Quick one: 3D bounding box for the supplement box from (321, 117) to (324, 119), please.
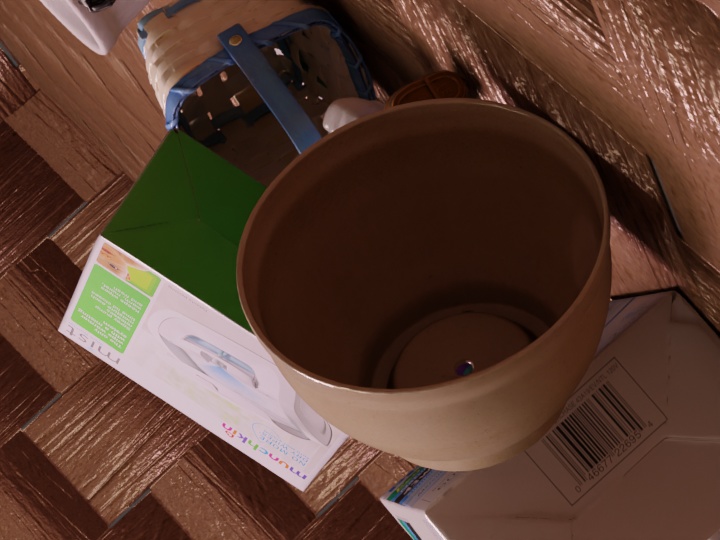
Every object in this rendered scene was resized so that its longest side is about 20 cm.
[{"bbox_3d":[0.000,0.000,1.827,0.109,0.109,0.200,-20,128,36],"label":"supplement box"}]

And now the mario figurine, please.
[{"bbox_3d":[0.037,-0.043,1.541,0.200,0.106,0.124,105,154,-75],"label":"mario figurine"}]

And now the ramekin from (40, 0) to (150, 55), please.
[{"bbox_3d":[-0.233,-0.274,1.999,0.200,0.098,0.200,47,174,7],"label":"ramekin"}]

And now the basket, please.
[{"bbox_3d":[-0.053,-0.092,1.649,0.200,0.139,0.176,60,174,36],"label":"basket"}]

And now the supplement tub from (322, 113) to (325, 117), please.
[{"bbox_3d":[-0.058,-0.014,1.965,0.145,0.200,0.145,46,174,6],"label":"supplement tub"}]

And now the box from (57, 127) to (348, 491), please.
[{"bbox_3d":[-0.076,0.027,1.640,0.200,0.097,0.176,33,153,-2],"label":"box"}]

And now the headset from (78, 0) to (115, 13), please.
[{"bbox_3d":[-0.192,-0.269,1.761,0.200,0.094,0.124,57,180,28],"label":"headset"}]

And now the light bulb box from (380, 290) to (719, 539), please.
[{"bbox_3d":[0.133,0.121,1.522,0.125,0.198,0.200,49,172,-2],"label":"light bulb box"}]

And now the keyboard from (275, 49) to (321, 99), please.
[{"bbox_3d":[-0.022,-0.132,1.858,0.200,0.011,0.056,41,171,45],"label":"keyboard"}]

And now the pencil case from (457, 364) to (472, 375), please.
[{"bbox_3d":[0.089,0.109,1.704,0.085,0.092,0.200,-5,-137,-50],"label":"pencil case"}]

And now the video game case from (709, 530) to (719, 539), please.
[{"bbox_3d":[0.184,0.134,1.739,0.200,0.023,0.182,46,173,4],"label":"video game case"}]

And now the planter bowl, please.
[{"bbox_3d":[0.046,0.025,1.389,0.200,0.200,0.135,42,161,39],"label":"planter bowl"}]
